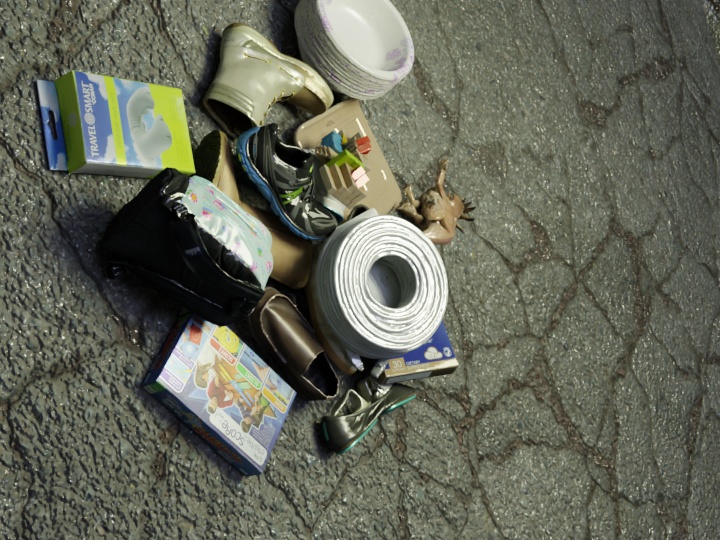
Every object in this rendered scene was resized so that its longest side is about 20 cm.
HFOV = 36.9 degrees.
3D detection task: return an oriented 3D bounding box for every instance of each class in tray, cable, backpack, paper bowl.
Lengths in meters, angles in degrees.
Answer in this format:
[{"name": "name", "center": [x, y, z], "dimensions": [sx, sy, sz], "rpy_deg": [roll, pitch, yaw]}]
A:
[{"name": "tray", "center": [0.031, 0.016, 1.571], "dimensions": [0.107, 0.022, 0.201], "rpy_deg": [-30, 96, -33]}, {"name": "cable", "center": [0.030, 0.021, 1.515], "dimensions": [0.200, 0.069, 0.200], "rpy_deg": [-42, 102, -30]}, {"name": "backpack", "center": [-0.199, -0.028, 1.343], "dimensions": [0.200, 0.167, 0.127], "rpy_deg": [37, 43, -24]}, {"name": "paper bowl", "center": [-0.019, -0.363, 1.718], "dimensions": [0.200, 0.104, 0.202], "rpy_deg": [24, 49, -30]}]

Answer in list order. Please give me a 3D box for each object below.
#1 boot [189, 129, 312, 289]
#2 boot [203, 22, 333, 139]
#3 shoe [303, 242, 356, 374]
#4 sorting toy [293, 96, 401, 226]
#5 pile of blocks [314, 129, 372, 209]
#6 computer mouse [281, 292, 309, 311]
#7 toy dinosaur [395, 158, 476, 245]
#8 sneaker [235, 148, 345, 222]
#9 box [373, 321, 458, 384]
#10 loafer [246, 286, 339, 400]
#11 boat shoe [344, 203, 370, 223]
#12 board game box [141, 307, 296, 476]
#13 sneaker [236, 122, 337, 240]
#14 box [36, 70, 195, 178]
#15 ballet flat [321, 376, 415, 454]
[{"name": "boot", "center": [-0.151, -0.082, 1.513], "dimensions": [0.199, 0.066, 0.176], "rpy_deg": [22, 70, -44]}, {"name": "boot", "center": [-0.134, -0.249, 1.583], "dimensions": [0.199, 0.072, 0.156], "rpy_deg": [32, 52, -30]}, {"name": "shoe", "center": [-0.038, 0.051, 1.550], "dimensions": [0.070, 0.053, 0.201], "rpy_deg": [17, 48, -57]}, {"name": "sorting toy", "center": [-0.021, -0.161, 1.717], "dimensions": [0.185, 0.036, 0.201], "rpy_deg": [-39, 111, -49]}, {"name": "pile of blocks", "center": [-0.018, -0.172, 1.581], "dimensions": [0.082, 0.062, 0.200], "rpy_deg": [47, 20, -26]}, {"name": "computer mouse", "center": [-0.081, 0.058, 1.560], "dimensions": [0.199, 0.034, 0.059], "rpy_deg": [-1, 76, -50]}, {"name": "toy dinosaur", "center": [0.133, -0.088, 1.797], "dimensions": [0.136, 0.085, 0.201], "rpy_deg": [53, 35, -32]}, {"name": "sneaker", "center": [-0.100, -0.144, 1.575], "dimensions": [0.200, 0.076, 0.081], "rpy_deg": [34, 55, -35]}, {"name": "box", "center": [0.061, 0.071, 1.643], "dimensions": [0.120, 0.032, 0.201], "rpy_deg": [-7, 59, -21]}, {"name": "loafer", "center": [-0.082, 0.102, 1.482], "dimensions": [0.073, 0.071, 0.200], "rpy_deg": [-51, 126, -24]}, {"name": "boat shoe", "center": [0.000, 0.000, 1.611], "dimensions": [0.061, 0.071, 0.203], "rpy_deg": [54, 33, -60]}, {"name": "board game box", "center": [-0.179, 0.155, 1.406], "dimensions": [0.200, 0.034, 0.136], "rpy_deg": [48, 45, -26]}, {"name": "sneaker", "center": [-0.089, -0.119, 1.485], "dimensions": [0.200, 0.082, 0.071], "rpy_deg": [52, 19, -31]}, {"name": "box", "center": [-0.307, -0.182, 1.375], "dimensions": [0.199, 0.047, 0.123], "rpy_deg": [0, 76, -50]}, {"name": "ballet flat", "center": [0.012, 0.198, 1.594], "dimensions": [0.200, 0.068, 0.069], "rpy_deg": [-30, 91, -51]}]
